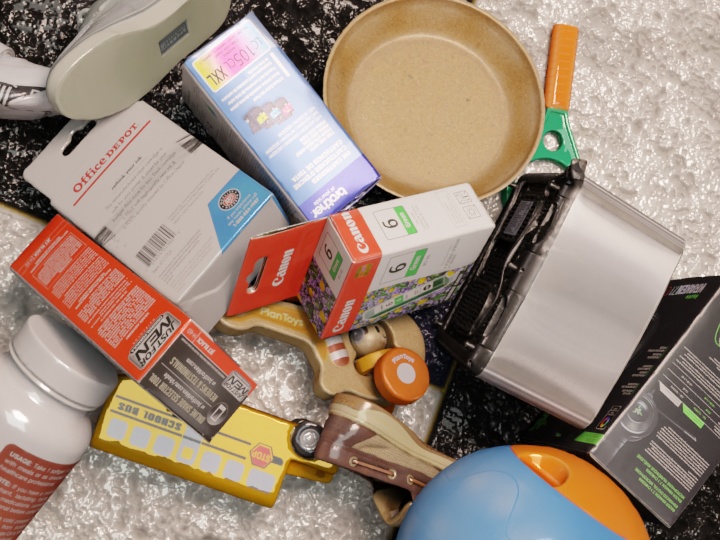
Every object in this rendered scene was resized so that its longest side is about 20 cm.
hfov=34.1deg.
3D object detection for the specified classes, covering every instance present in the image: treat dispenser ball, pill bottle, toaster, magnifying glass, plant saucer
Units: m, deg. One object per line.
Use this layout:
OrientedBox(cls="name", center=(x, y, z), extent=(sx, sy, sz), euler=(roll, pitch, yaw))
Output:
OrientedBox(cls="treat dispenser ball", center=(0.121, 0.232, 0.880), extent=(0.199, 0.201, 0.203), euler=(1, 85, -11))
OrientedBox(cls="pill bottle", center=(-0.280, 0.137, 0.903), extent=(0.112, 0.112, 0.200), euler=(39, 96, -5))
OrientedBox(cls="toaster", center=(0.158, 0.015, 0.967), extent=(0.118, 0.200, 0.182), euler=(27, 91, -7))
OrientedBox(cls="magnifying glass", center=(0.176, -0.126, 1.081), extent=(0.079, 0.022, 0.202), euler=(9, 86, -10))
OrientedBox(cls="plant saucer", center=(0.063, -0.146, 1.037), extent=(0.198, 0.035, 0.202), euler=(3, 73, -9))

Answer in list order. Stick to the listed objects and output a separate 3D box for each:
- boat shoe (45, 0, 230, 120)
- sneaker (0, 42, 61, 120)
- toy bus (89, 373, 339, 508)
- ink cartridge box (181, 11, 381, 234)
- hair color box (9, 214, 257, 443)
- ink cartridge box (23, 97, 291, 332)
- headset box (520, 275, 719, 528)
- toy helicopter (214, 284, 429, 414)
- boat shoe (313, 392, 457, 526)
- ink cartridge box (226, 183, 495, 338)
OrientedBox(cls="boat shoe", center=(-0.194, -0.194, 0.972), extent=(0.071, 0.070, 0.201), euler=(26, 52, 26))
OrientedBox(cls="sneaker", center=(-0.323, -0.188, 0.960), extent=(0.198, 0.075, 0.116), euler=(2, 88, -7))
OrientedBox(cls="toy bus", center=(-0.117, 0.140, 0.979), extent=(0.198, 0.065, 0.079), euler=(21, 82, -9))
OrientedBox(cls="ink cartridge box", center=(-0.060, -0.099, 0.973), extent=(0.076, 0.136, 0.201), euler=(-37, 93, -9))
OrientedBox(cls="hair color box", center=(-0.177, 0.041, 0.902), extent=(0.061, 0.199, 0.102), euler=(-49, 139, -10))
OrientedBox(cls="ink cartridge box", center=(-0.167, -0.055, 0.960), extent=(0.199, 0.068, 0.116), euler=(36, 78, 26))
OrientedBox(cls="headset box", center=(0.244, 0.112, 0.996), extent=(0.093, 0.174, 0.200), euler=(41, 81, -6))
OrientedBox(cls="toy helicopter", center=(-0.034, 0.043, 0.994), extent=(0.198, 0.079, 0.133), euler=(18, 60, -20))
OrientedBox(cls="boat shoe", center=(0.037, 0.179, 0.976), extent=(0.200, 0.072, 0.072), euler=(42, 65, -34))
OrientedBox(cls="ink cartridge box", center=(0.000, 0.000, 0.935), extent=(0.198, 0.109, 0.051), euler=(-16, 61, -28))
